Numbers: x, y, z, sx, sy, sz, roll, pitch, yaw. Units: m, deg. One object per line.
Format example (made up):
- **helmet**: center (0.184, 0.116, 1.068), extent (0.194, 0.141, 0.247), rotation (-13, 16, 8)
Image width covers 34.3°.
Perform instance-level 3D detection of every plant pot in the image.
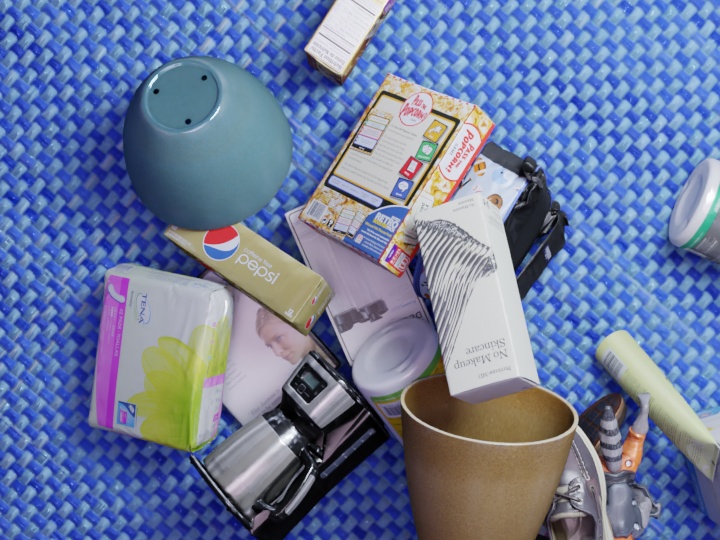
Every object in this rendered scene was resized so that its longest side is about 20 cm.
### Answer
- **plant pot**: center (-0.186, -0.164, 1.324), extent (0.198, 0.135, 0.202), rotation (-3, 68, 7)
- **plant pot**: center (0.126, 0.235, 1.244), extent (0.185, 0.187, 0.201), rotation (5, 107, -1)

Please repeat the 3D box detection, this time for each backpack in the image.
- **backpack**: center (0.133, -0.039, 1.348), extent (0.153, 0.200, 0.191), rotation (23, 83, 24)

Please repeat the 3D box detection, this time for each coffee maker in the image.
- **coffee maker**: center (-0.076, 0.214, 1.381), extent (0.200, 0.192, 0.135), rotation (-41, 70, -8)

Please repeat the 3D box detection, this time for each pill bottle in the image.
- **pill bottle**: center (0.480, -0.046, 1.390), extent (0.199, 0.113, 0.114), rotation (23, 92, -2)
- **pill bottle**: center (0.085, 0.161, 1.367), extent (0.111, 0.111, 0.200), rotation (-36, 120, 1)

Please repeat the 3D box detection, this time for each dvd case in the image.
- **dvd case**: center (-0.141, 0.088, 1.431), extent (0.143, 0.018, 0.200), rotation (-42, 92, 2)

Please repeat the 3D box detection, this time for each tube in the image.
- **tube**: center (0.354, 0.155, 1.371), extent (0.052, 0.058, 0.200), rotation (-53, 49, 20)

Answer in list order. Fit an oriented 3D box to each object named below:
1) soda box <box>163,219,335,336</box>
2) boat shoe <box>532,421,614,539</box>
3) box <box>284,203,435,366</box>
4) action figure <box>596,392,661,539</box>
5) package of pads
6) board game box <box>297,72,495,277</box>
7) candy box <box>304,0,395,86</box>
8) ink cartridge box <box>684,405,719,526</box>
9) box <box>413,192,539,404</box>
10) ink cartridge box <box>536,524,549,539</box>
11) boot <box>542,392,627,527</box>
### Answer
- **soda box**: center (-0.130, -0.007, 1.365), extent (0.199, 0.068, 0.064), rotation (32, 82, 19)
- **boat shoe**: center (0.233, 0.259, 1.283), extent (0.071, 0.065, 0.201), rotation (-13, 93, 25)
- **box**: center (0.000, 0.000, 1.409), extent (0.116, 0.060, 0.201), rotation (-23, 93, 0)
- **action figure**: center (0.260, 0.248, 1.337), extent (0.198, 0.105, 0.195), rotation (-7, 90, -8)
- **package of pads**: center (-0.232, 0.102, 1.376), extent (0.153, 0.068, 0.202), rotation (11, 99, 20)
- **board game box**: center (0.038, -0.110, 1.308), extent (0.046, 0.151, 0.201), rotation (35, 86, -46)
- **candy box**: center (0.010, -0.319, 1.367), extent (0.056, 0.117, 0.201), rotation (34, 92, -2)
- **ink cartridge box**: center (0.469, 0.231, 1.358), extent (0.128, 0.200, 0.126), rotation (-15, 93, 0)
- **box**: center (0.119, 0.029, 1.205), extent (0.082, 0.068, 0.201), rotation (-19, 69, 21)
- **ink cartridge box**: center (0.188, 0.376, 1.391), extent (0.199, 0.083, 0.146), rotation (21, 123, -3)
- **boot**: center (0.287, 0.252, 1.432), extent (0.097, 0.075, 0.201), rotation (33, 92, -20)
